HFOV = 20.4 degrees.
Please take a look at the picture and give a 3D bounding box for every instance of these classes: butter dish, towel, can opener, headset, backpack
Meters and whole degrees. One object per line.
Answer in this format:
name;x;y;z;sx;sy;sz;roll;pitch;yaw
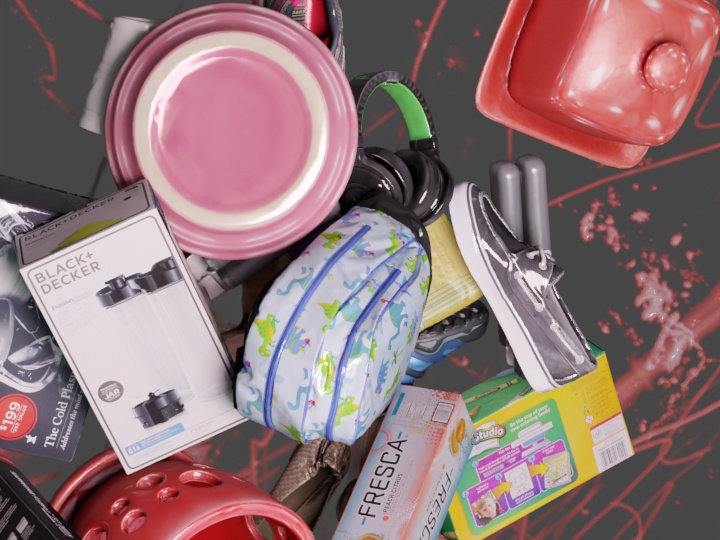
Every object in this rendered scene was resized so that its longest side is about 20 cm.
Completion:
butter dish;0.232;-0.188;1.728;0.199;0.148;0.201;18;99;-30
towel;0.000;0.000;1.724;0.199;0.023;0.144;-29;88;-15
can opener;0.153;-0.002;1.798;0.052;0.066;0.201;-13;107;-22
headset;0.015;-0.065;1.679;0.123;0.094;0.201;-4;87;-55
backpack;-0.021;0.050;1.552;0.200;0.153;0.164;-22;138;-50
can opener;-0.102;-0.003;1.609;0.200;0.067;0.053;-37;138;3

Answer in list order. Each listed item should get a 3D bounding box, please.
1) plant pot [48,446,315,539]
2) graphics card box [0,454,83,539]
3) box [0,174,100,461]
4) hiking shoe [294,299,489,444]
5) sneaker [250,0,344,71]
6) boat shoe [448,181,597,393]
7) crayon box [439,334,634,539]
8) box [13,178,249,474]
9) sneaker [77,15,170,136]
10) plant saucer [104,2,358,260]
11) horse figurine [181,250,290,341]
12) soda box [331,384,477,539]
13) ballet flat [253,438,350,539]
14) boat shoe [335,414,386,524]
plant pot;-0.158;0.250;1.666;0.200;0.182;0.202;-15;116;-32
graphics card box;-0.289;0.241;1.603;0.051;0.200;0.126;33;92;-44
box;-0.295;0.029;1.581;0.181;0.104;0.201;14;101;-27
hiking shoe;0.023;0.080;1.777;0.199;0.074;0.087;-20;130;-12
sneaker;-0.048;-0.159;1.649;0.080;0.075;0.201;-18;115;-19
boat shoe;0.143;0.007;1.724;0.068;0.072;0.201;-24;95;22
crayon box;0.148;0.158;1.861;0.199;0.058;0.119;-27;117;-15
box;-0.173;0.045;1.536;0.116;0.060;0.201;-23;117;-2
sneaker;-0.117;-0.144;1.607;0.199;0.074;0.116;15;95;-18
plant saucer;-0.100;-0.108;1.549;0.199;0.051;0.202;0;93;-4
horse figurine;-0.111;0.002;1.665;0.200;0.050;0.133;40;84;0
soda box;0.034;0.197;1.705;0.201;0.063;0.069;-64;149;-32
ballet flat;-0.066;0.231;1.792;0.067;0.046;0.201;30;94;-30
boat shoe;0.007;0.220;1.806;0.071;0.064;0.201;-29;127;-56
